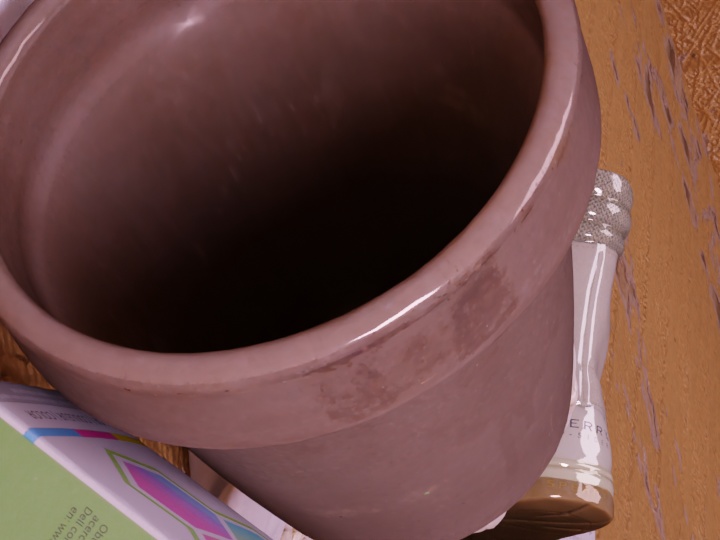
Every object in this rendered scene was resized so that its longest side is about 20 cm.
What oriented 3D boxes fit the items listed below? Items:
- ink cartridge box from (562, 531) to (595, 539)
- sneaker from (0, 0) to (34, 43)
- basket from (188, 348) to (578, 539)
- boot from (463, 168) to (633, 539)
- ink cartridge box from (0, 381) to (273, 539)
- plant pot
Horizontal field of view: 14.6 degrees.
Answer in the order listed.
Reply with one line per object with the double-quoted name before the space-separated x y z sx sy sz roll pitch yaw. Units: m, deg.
"ink cartridge box" 0.060 0.049 1.400 0.145 0.087 0.200 39 47 -67
"sneaker" -0.089 -0.054 0.969 0.070 0.080 0.200 -102 174 -62
"basket" 0.000 0.000 1.100 0.136 0.123 0.200 117 -29 -56
"boot" 0.052 0.041 1.217 0.200 0.072 0.155 -21 -121 61
"ink cartridge box" -0.040 0.112 0.819 0.200 0.059 0.104 36 5 15
"plant pot" -0.005 0.000 0.894 0.175 0.200 0.200 63 18 -47
